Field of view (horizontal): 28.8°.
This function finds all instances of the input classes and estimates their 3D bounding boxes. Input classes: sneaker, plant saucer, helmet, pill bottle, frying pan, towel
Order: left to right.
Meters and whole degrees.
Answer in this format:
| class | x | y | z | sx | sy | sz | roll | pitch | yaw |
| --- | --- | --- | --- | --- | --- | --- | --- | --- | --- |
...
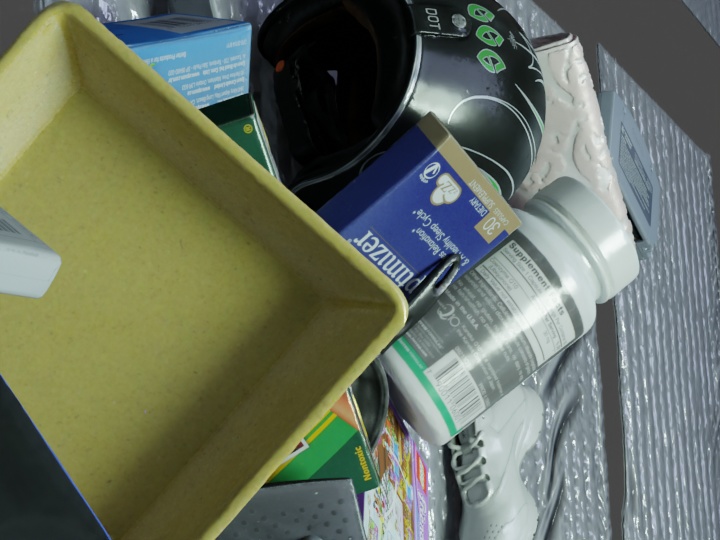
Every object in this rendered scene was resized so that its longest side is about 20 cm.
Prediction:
| class | x | y | z | sx | sy | sz | roll | pitch | yaw |
| --- | --- | --- | --- | --- | --- | --- | --- | --- | --- |
| plant saucer | -0.115 | 0.022 | 0.609 | 0.200 | 0.200 | 0.048 | 41 | 2 | -5 |
| frying pan | -0.015 | 0.060 | 0.879 | 0.115 | 0.031 | 0.191 | 20 | 93 | -45 |
| helmet | 0.033 | -0.110 | 0.983 | 0.190 | 0.199 | 0.201 | 18 | 67 | -49 |
| sneaker | 0.104 | 0.167 | 1.194 | 0.087 | 0.074 | 0.201 | 43 | 38 | -35 |
| towel | 0.107 | -0.079 | 1.115 | 0.032 | 0.190 | 0.201 | -63 | 138 | -52 |
| pill bottle | 0.099 | 0.026 | 1.027 | 0.200 | 0.113 | 0.113 | -36 | 126 | -11 |

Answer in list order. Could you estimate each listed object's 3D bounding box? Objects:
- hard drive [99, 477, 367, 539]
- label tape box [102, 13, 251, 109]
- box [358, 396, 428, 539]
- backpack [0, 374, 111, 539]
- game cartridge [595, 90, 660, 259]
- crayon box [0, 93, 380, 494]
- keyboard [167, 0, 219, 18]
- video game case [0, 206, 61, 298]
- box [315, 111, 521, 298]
| class | x | y | z | sx | sy | sz | roll | pitch | yaw |
| --- | --- | --- | --- | --- | --- | --- | --- | --- | --- |
| hard drive | -0.087 | 0.172 | 0.670 | 0.042 | 0.199 | 0.136 | -92 | 169 | -80 |
| label tape box | -0.122 | -0.034 | 0.772 | 0.144 | 0.063 | 0.201 | -29 | 127 | -62 |
| box | 0.009 | 0.181 | 0.968 | 0.201 | 0.039 | 0.137 | -87 | 158 | -45 |
| backpack | -0.197 | 0.136 | 0.468 | 0.163 | 0.167 | 0.200 | 55 | 30 | -11 |
| game cartridge | 0.327 | -0.122 | 1.737 | 0.200 | 0.041 | 0.134 | 52 | 35 | -45 |
| crayon box | -0.102 | 0.037 | 0.684 | 0.058 | 0.172 | 0.201 | -109 | -179 | -71 |
| keyboard | -0.086 | -0.098 | 0.852 | 0.011 | 0.056 | 0.201 | -7 | 77 | -33 |
| video game case | -0.227 | -0.054 | 0.486 | 0.023 | 0.182 | 0.200 | -59 | 153 | 10 |
| box | 0.000 | 0.000 | 0.896 | 0.121 | 0.200 | 0.032 | 42 | 11 | -52 |
